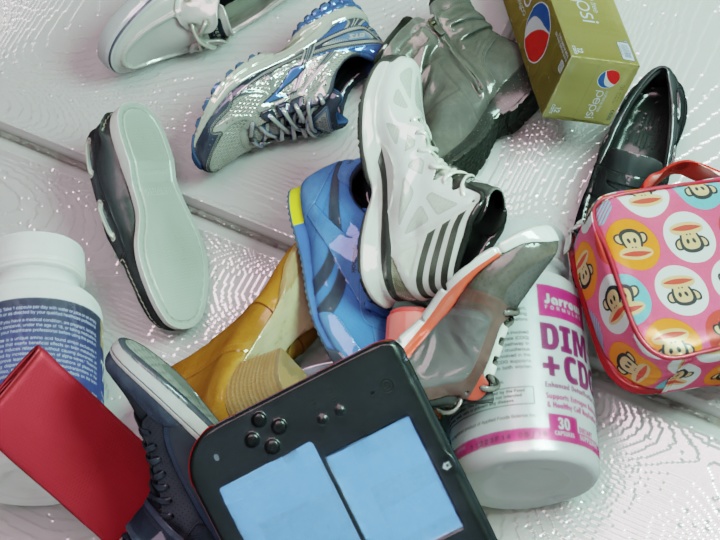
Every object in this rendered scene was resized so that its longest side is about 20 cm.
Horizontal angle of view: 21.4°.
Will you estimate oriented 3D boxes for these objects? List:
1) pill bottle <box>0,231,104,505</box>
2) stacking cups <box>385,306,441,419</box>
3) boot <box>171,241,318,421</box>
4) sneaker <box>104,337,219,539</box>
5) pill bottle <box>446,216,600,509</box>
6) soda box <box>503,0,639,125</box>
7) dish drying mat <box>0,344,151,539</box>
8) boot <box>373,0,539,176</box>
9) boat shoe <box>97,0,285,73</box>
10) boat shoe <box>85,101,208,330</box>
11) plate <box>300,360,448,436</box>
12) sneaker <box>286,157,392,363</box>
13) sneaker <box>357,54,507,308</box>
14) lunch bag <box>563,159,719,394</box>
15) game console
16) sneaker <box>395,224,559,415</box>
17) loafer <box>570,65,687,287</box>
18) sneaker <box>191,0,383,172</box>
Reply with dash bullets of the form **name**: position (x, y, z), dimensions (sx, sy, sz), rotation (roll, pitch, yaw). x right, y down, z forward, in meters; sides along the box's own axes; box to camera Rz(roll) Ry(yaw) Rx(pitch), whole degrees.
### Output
- **pill bottle**: position (-0.259, 0.076, 1.514), dimensions (0.110, 0.111, 0.201), rotation (-8, 63, 6)
- **stacking cups**: position (0.035, 0.129, 1.427), dimensions (0.060, 0.061, 0.202), rotation (-1, 68, 10)
- **boot**: position (-0.099, 0.058, 1.518), dimensions (0.143, 0.071, 0.202), rotation (-22, 30, 28)
- **sneaker**: position (-0.155, 0.160, 1.399), dimensions (0.146, 0.203, 0.077), rotation (-39, 20, 0)
- **pill bottle**: position (0.118, 0.069, 1.446), dimensions (0.112, 0.114, 0.202), rotation (-7, 63, 7)
- **soda box**: position (0.166, -0.214, 1.570), dimensions (0.063, 0.068, 0.201), rotation (5, 46, -19)
- **dish drying mat**: position (-0.201, 0.148, 1.437), dimensions (0.077, 0.200, 0.018), rotation (-50, 28, -14)
- **boot**: position (0.057, -0.139, 1.582), dimensions (0.130, 0.068, 0.200), rotation (38, 67, 17)
- **boat shoe**: position (-0.135, -0.226, 1.668), dimensions (0.199, 0.072, 0.066), rotation (-31, 58, -15)
- **boat shoe**: position (-0.181, -0.038, 1.587), dimensions (0.060, 0.075, 0.202), rotation (-28, 66, 39)
- **plate**: position (-0.014, 0.165, 1.474), dimensions (0.198, 0.026, 0.202), rotation (-4, 64, 9)
- **sneaker**: position (0.000, 0.000, 1.493), dimensions (0.078, 0.066, 0.201), rotation (-26, 59, 21)
- **sneaker**: position (0.062, -0.074, 1.453), dimensions (0.115, 0.076, 0.202), rotation (-8, 73, 30)
- **lunch bag**: position (0.261, -0.003, 1.442), dimensions (0.198, 0.082, 0.177), rotation (-6, 62, -19)
- **game console**: position (-0.010, 0.173, 1.345), dimensions (0.176, 0.031, 0.201), rotation (-26, 95, 5)
- **sneaker**: position (0.082, 0.054, 1.373), dimensions (0.200, 0.077, 0.082), rotation (-46, 75, 11)
- **loafer**: position (0.213, -0.073, 1.523), dimensions (0.068, 0.071, 0.202), rotation (15, 68, 18)
- **sneaker**: position (-0.056, -0.146, 1.609), dimensions (0.200, 0.077, 0.085), rotation (-42, 68, -10)
